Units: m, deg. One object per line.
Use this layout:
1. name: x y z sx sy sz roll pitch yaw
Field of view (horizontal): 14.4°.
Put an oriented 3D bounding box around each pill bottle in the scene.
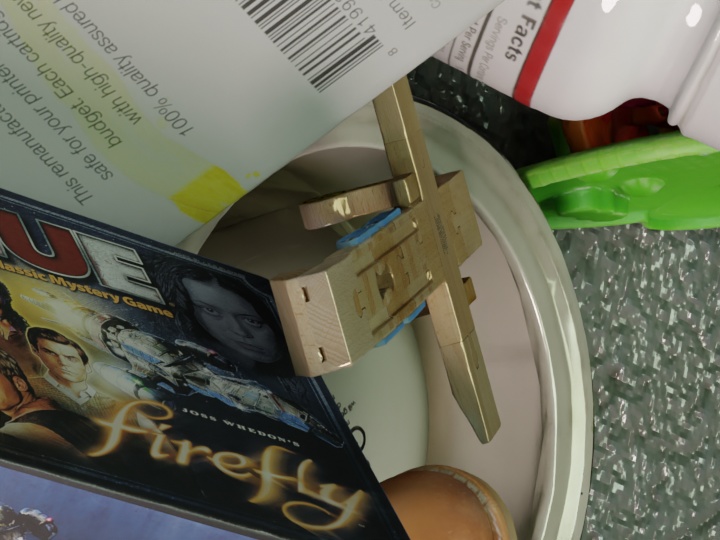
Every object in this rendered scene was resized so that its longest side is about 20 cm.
1. pill bottle: 0.041 -0.114 0.823 0.199 0.112 0.113 27 63 4

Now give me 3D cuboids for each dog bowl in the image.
1. dog bowl: -0.020 0.047 0.852 0.199 0.073 0.202 2 87 -46

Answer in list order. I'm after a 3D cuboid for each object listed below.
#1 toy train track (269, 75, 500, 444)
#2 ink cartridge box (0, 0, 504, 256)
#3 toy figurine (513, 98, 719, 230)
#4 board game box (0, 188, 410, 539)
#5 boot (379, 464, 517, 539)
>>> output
1. toy train track: 0.000 0.000 0.749 0.200 0.032 0.116 -38 113 -77
2. ink cartridge box: -0.074 -0.086 0.715 0.145 0.199 0.084 47 14 -33
3. toy figurine: 0.107 -0.115 0.964 0.200 0.149 0.186 10 71 -67
4. board game box: -0.093 0.020 0.643 0.199 0.136 0.035 19 112 -29
5. boot: -0.054 0.106 0.695 0.200 0.074 0.155 -49 144 -5
